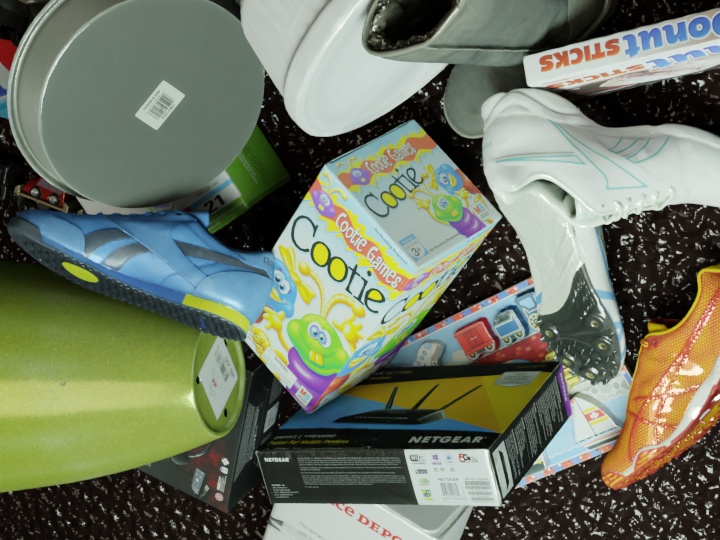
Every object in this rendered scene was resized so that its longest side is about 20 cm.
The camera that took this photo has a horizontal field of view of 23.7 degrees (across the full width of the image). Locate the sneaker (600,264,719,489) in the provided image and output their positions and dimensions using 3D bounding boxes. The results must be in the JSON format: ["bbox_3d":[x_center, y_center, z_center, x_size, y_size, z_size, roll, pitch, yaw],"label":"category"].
[{"bbox_3d":[0.233,0.080,1.263,0.077,0.073,0.200,44,120,26],"label":"sneaker"}]

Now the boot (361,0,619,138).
[{"bbox_3d":[0.071,-0.151,1.160,0.073,0.200,0.182,49,124,15],"label":"boot"}]

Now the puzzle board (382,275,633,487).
[{"bbox_3d":[0.119,0.096,1.356,0.200,0.017,0.151,-28,95,36],"label":"puzzle board"}]

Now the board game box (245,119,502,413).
[{"bbox_3d":[0.000,0.000,1.297,0.103,0.105,0.200,48,138,13],"label":"board game box"}]

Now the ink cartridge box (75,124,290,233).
[{"bbox_3d":[-0.176,-0.114,1.394,0.148,0.076,0.200,-31,95,35],"label":"ink cartridge box"}]

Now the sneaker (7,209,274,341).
[{"bbox_3d":[-0.160,-0.016,1.275,0.200,0.079,0.066,20,164,4],"label":"sneaker"}]

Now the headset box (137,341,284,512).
[{"bbox_3d":[-0.170,0.095,1.483,0.200,0.077,0.149,23,121,17],"label":"headset box"}]

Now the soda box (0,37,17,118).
[{"bbox_3d":[-0.263,-0.152,1.391,0.200,0.068,0.064,13,95,43],"label":"soda box"}]

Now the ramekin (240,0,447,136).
[{"bbox_3d":[0.006,-0.195,1.191,0.094,0.202,0.202,49,126,17],"label":"ramekin"}]

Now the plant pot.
[{"bbox_3d":[-0.199,0.082,1.348,0.200,0.187,0.188,-2,110,22],"label":"plant pot"}]

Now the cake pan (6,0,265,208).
[{"bbox_3d":[-0.155,-0.129,1.248,0.037,0.200,0.201,50,136,48],"label":"cake pan"}]

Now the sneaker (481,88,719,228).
[{"bbox_3d":[0.176,-0.062,1.179,0.200,0.080,0.070,11,154,-8],"label":"sneaker"}]

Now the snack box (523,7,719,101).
[{"bbox_3d":[0.214,-0.149,1.144,0.200,0.072,0.024,-11,79,24],"label":"snack box"}]

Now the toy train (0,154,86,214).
[{"bbox_3d":[-0.267,-0.063,1.497,0.200,0.034,0.046,22,108,21],"label":"toy train"}]

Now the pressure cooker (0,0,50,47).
[{"bbox_3d":[-0.227,-0.267,1.297,0.179,0.176,0.200,37,125,8],"label":"pressure cooker"}]

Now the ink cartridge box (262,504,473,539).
[{"bbox_3d":[-0.003,0.239,1.440,0.146,0.084,0.200,30,125,16],"label":"ink cartridge box"}]

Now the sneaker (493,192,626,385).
[{"bbox_3d":[0.156,-0.009,1.257,0.072,0.072,0.200,-4,115,41],"label":"sneaker"}]

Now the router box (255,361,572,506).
[{"bbox_3d":[0.042,0.124,1.310,0.200,0.149,0.051,-4,110,30],"label":"router box"}]
